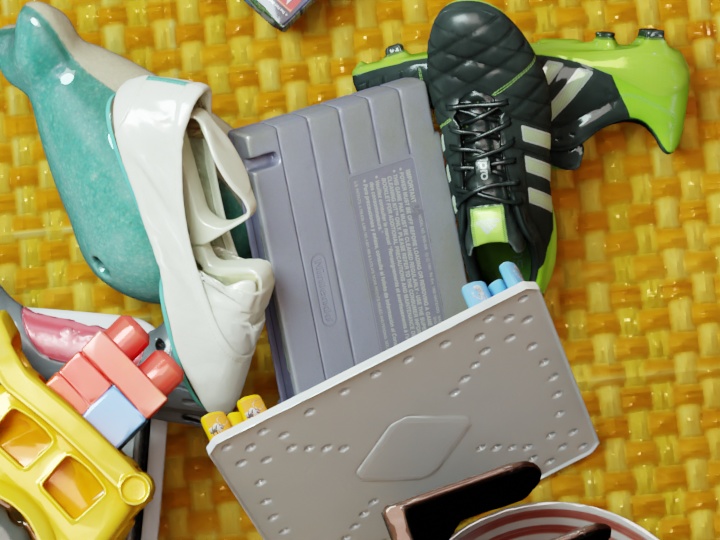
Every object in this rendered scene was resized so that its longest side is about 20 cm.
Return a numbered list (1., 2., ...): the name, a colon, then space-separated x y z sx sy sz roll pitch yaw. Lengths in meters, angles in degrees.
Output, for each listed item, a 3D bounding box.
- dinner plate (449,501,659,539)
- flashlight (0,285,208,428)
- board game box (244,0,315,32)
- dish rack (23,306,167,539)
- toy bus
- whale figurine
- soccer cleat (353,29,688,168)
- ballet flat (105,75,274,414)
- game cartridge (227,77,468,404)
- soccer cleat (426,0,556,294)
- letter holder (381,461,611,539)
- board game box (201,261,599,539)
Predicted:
1. dinner plate: 0.113 0.236 1.686 0.199 0.024 0.201 0 82 3
2. flashlight: -0.171 0.035 1.668 0.199 0.068 0.068 10 63 -1
3. board game box: -0.080 -0.243 1.748 0.200 0.062 0.200 -45 82 -2
4. dish rack: -0.201 0.123 1.695 0.171 0.044 0.201 5 72 -4
5. toy bus: -0.199 0.089 1.590 0.200 0.136 0.192 42 87 1
6. whale figurine: -0.144 -0.063 1.675 0.200 0.159 0.104 45 67 -10
7. soccer cleat: 0.095 -0.100 1.709 0.199 0.068 0.082 -1 96 4
8. ballet flat: -0.084 -0.013 1.590 0.069 0.069 0.201 -15 106 1
9. game cartridge: 0.000 0.000 1.665 0.129 0.038 0.201 -19 107 -32
10. soccer cleat: 0.078 -0.058 1.650 0.067 0.081 0.201 -4 123 14
11. letter holder: 0.099 0.160 1.586 0.141 0.200 0.101 -21 80 0
12. board game box: 0.026 0.092 1.632 0.199 0.200 0.026 -27 57 0
